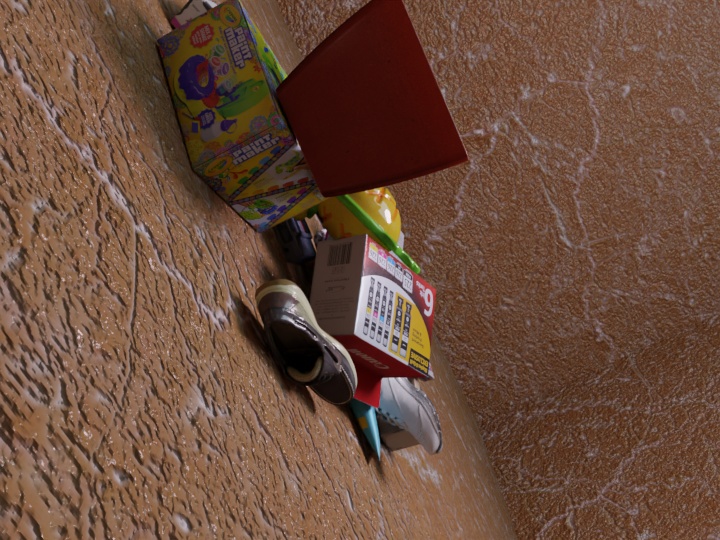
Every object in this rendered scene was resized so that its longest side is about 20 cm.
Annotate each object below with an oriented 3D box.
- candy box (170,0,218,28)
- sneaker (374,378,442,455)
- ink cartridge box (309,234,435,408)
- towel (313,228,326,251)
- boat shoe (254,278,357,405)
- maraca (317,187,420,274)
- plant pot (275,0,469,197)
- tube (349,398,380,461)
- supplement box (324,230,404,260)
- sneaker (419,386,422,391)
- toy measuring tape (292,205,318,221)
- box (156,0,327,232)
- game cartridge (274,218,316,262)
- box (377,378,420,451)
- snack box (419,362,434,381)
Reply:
[{"bbox_3d":[-0.199,-0.340,1.105,0.137,0.061,0.200,46,9,-8],"label":"candy box"},{"bbox_3d":[0.054,0.206,1.112,0.201,0.086,0.075,50,-22,31],"label":"sneaker"},{"bbox_3d":[0.017,0.077,0.971,0.199,0.082,0.180,34,57,-50],"label":"ink cartridge box"},{"bbox_3d":[-0.035,0.025,1.257,0.146,0.029,0.205,-62,137,-82],"label":"towel"},{"bbox_3d":[-0.062,0.099,0.815,0.201,0.072,0.066,56,22,-37],"label":"boat shoe"},{"bbox_3d":[0.012,-0.069,1.046,0.200,0.107,0.137,45,7,18],"label":"maraca"},{"bbox_3d":[0.009,-0.192,0.877,0.200,0.173,0.204,-60,125,-79],"label":"plant pot"},{"bbox_3d":[-0.005,0.175,1.061,0.077,0.049,0.205,8,62,-85],"label":"tube"},{"bbox_3d":[0.000,0.000,1.151,0.104,0.099,0.204,49,37,-41],"label":"supplement box"},{"bbox_3d":[0.063,0.176,1.353,0.204,0.075,0.148,-112,-177,-53],"label":"sneaker"},{"bbox_3d":[-0.080,-0.166,1.117,0.074,0.072,0.204,56,41,-49],"label":"toy measuring tape"},{"bbox_3d":[-0.143,-0.193,0.927,0.193,0.120,0.204,51,17,-64],"label":"box"},{"bbox_3d":[-0.126,-0.110,1.143,0.204,0.038,0.130,66,11,2],"label":"game cartridge"},{"bbox_3d":[0.058,0.190,1.226,0.095,0.076,0.204,65,11,-59],"label":"box"},{"bbox_3d":[0.101,0.148,1.235,0.200,0.024,0.074,50,24,-75],"label":"snack box"}]
